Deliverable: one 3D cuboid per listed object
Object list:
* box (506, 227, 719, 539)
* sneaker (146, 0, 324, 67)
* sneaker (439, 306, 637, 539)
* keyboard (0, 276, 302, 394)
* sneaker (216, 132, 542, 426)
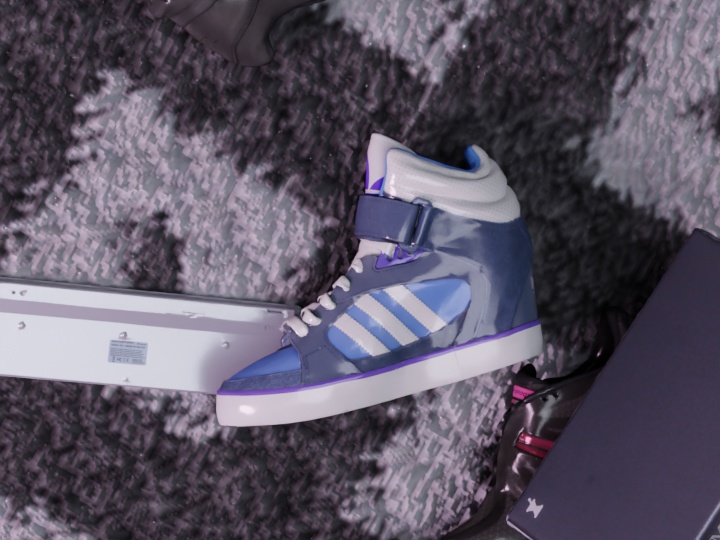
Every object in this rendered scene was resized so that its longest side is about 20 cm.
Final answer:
[{"bbox_3d":[0.221,0.117,1.337,0.198,0.123,0.201,32,91,-46],"label":"box"},{"bbox_3d":[-0.030,-0.202,1.314,0.091,0.076,0.200,39,96,-24],"label":"sneaker"},{"bbox_3d":[0.107,0.102,1.385,0.084,0.077,0.200,45,78,-7],"label":"sneaker"},{"bbox_3d":[-0.133,0.039,1.354,0.198,0.011,0.057,6,102,-12],"label":"keyboard"},{"bbox_3d":[0.000,0.000,1.343,0.198,0.081,0.148,-14,91,-7],"label":"sneaker"}]
